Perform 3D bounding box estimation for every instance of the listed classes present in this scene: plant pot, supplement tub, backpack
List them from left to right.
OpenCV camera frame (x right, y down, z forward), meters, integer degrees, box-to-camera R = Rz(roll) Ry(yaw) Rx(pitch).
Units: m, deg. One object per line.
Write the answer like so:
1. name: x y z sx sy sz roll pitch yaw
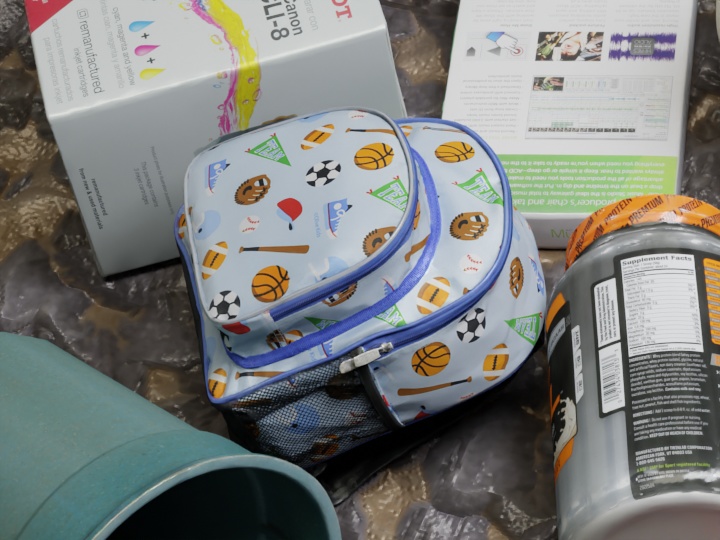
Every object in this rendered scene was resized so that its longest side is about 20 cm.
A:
1. plant pot: -0.146 0.137 1.466 0.200 0.201 0.196 -39 48 -19
2. backpack: 0.000 0.000 1.555 0.190 0.154 0.200 -17 50 3
3. supplement tub: 0.158 0.066 1.497 0.122 0.123 0.201 -5 50 7

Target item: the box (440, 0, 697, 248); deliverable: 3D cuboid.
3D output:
1. box: 0.121 -0.099 1.693 0.144 0.036 0.201 1 51 12

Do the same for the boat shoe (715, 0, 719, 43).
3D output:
1. boat shoe: 0.276 -0.193 1.703 0.063 0.073 0.200 -11 34 51

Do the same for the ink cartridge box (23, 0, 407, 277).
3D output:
1. ink cartridge box: -0.080 -0.115 1.673 0.199 0.145 0.146 -15 49 -2
